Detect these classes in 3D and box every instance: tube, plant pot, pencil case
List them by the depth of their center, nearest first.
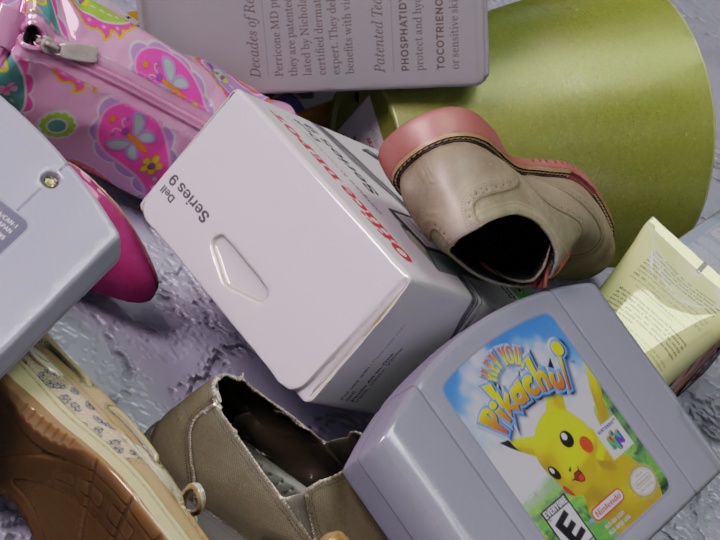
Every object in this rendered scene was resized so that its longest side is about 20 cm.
[{"bbox_3d":[0.125,0.059,1.002,0.200,0.052,0.058,-45,119,-24],"label":"tube"},{"bbox_3d":[-0.129,-0.092,1.027,0.199,0.088,0.088,27,27,-34],"label":"pencil case"},{"bbox_3d":[0.087,-0.083,1.185,0.198,0.188,0.188,-8,46,-29],"label":"plant pot"}]

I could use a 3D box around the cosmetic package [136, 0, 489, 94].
[{"bbox_3d":[-0.028,-0.216,1.107,0.198,0.167,0.168,-2,36,3],"label":"cosmetic package"}]

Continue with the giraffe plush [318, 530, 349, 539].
[{"bbox_3d":[0.029,0.209,0.716,0.162,0.173,0.200,35,-7,-15],"label":"giraffe plush"}]

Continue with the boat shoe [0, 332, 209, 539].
[{"bbox_3d":[-0.112,0.087,0.813,0.200,0.074,0.062,45,35,24],"label":"boat shoe"}]

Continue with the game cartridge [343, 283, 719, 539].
[{"bbox_3d":[0.084,0.085,0.898,0.134,0.040,0.200,51,44,7],"label":"game cartridge"}]

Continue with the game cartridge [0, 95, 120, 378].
[{"bbox_3d":[-0.208,-0.035,0.815,0.199,0.042,0.133,37,55,11],"label":"game cartridge"}]

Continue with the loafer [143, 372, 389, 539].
[{"bbox_3d":[-0.011,0.117,0.866,0.199,0.070,0.075,32,29,1],"label":"loafer"}]

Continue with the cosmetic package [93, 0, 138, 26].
[{"bbox_3d":[-0.235,-0.178,1.125,0.199,0.051,0.083,37,29,8],"label":"cosmetic package"}]

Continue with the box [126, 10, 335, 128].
[{"bbox_3d":[-0.065,-0.132,1.228,0.119,0.042,0.200,39,32,14],"label":"box"}]

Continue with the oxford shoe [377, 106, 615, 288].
[{"bbox_3d":[0.079,-0.016,0.961,0.199,0.070,0.075,19,41,-53],"label":"oxford shoe"}]

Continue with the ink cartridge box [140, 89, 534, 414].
[{"bbox_3d":[0.000,0.000,0.984,0.146,0.084,0.200,47,14,24],"label":"ink cartridge box"}]

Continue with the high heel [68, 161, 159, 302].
[{"bbox_3d":[-0.198,-0.029,0.938,0.200,0.067,0.096,41,54,-6],"label":"high heel"}]

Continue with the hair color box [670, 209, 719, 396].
[{"bbox_3d":[0.183,0.037,1.143,0.061,0.099,0.200,41,31,14],"label":"hair color box"}]
